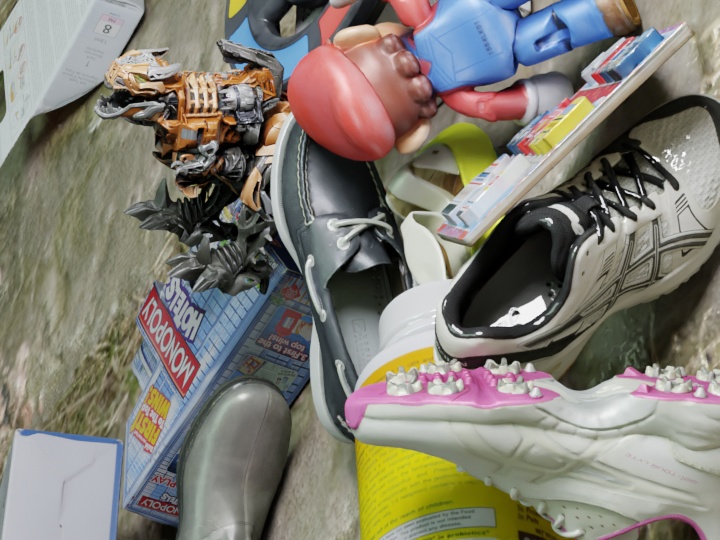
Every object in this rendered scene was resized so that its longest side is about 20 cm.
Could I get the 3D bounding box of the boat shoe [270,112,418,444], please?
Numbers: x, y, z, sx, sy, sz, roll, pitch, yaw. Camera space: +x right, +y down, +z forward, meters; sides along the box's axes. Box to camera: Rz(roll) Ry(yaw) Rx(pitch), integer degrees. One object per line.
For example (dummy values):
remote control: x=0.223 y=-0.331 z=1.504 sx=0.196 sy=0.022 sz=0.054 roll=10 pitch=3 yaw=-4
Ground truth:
boat shoe: x=0.000 y=0.000 z=1.626 sx=0.060 sy=0.075 sz=0.200 roll=-10 pitch=93 yaw=64

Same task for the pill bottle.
pill bottle: x=0.052 y=0.106 z=1.455 sx=0.109 sy=0.109 sz=0.200 roll=-43 pitch=38 yaw=40

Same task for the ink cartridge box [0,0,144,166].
ink cartridge box: x=-0.240 y=-0.192 z=2.299 sx=0.163 sy=0.057 sz=0.200 roll=-101 pitch=33 yaw=-47

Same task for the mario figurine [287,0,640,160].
mario figurine: x=0.051 y=-0.132 z=1.590 sx=0.200 sy=0.106 sz=0.124 roll=-25 pitch=66 yaw=14

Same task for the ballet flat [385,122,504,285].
ballet flat: x=0.049 y=-0.027 z=1.609 sx=0.067 sy=0.067 sz=0.200 roll=-53 pitch=30 yaw=29

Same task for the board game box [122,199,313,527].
board game box: x=-0.098 y=0.055 z=1.829 sx=0.200 sy=0.062 sz=0.200 roll=-61 pitch=28 yaw=12

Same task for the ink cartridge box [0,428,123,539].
ink cartridge box: x=-0.210 y=0.210 z=1.866 sx=0.200 sy=0.076 sz=0.137 roll=116 pitch=160 yaw=-55

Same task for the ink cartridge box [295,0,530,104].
ink cartridge box: x=0.030 y=-0.209 z=1.759 sx=0.147 sy=0.083 sz=0.200 roll=-41 pitch=38 yaw=43

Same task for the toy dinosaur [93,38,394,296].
toy dinosaur: x=-0.067 y=-0.061 z=1.666 sx=0.136 sy=0.200 sz=0.102 roll=-62 pitch=12 yaw=15

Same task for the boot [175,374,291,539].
boot: x=-0.068 y=0.175 z=1.698 sx=0.131 sy=0.068 sz=0.200 roll=41 pitch=114 yaw=57

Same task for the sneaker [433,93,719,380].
sneaker: x=0.115 y=-0.016 z=1.394 sx=0.076 sy=0.088 sz=0.200 roll=39 pitch=80 yaw=23

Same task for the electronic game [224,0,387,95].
electronic game: x=-0.025 y=-0.197 z=1.714 sx=0.200 sy=0.042 sz=0.200 roll=-40 pitch=39 yaw=43

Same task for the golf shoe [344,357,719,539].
golf shoe: x=0.091 y=0.090 z=1.331 sx=0.075 sy=0.200 sz=0.092 roll=-51 pitch=-37 yaw=-76

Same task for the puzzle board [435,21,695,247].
puzzle board: x=0.098 y=-0.071 z=1.460 sx=0.151 sy=0.017 sz=0.200 roll=-43 pitch=2 yaw=0
